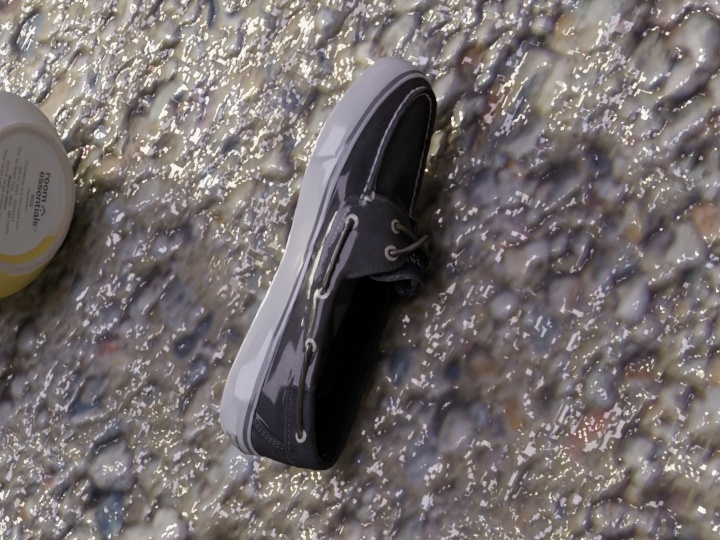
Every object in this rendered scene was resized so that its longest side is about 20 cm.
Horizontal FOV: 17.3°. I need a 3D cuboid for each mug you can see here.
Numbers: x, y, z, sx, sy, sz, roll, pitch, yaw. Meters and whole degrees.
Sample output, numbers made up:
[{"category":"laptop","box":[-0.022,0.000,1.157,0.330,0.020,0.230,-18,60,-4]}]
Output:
[{"category":"mug","box":[-0.236,-0.032,1.345,0.152,0.188,0.150,6,42,38]}]

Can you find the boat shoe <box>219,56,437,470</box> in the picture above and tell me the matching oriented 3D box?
[{"category":"boat shoe","box":[0.000,0.000,1.116,0.066,0.070,0.201,21,83,31]}]
